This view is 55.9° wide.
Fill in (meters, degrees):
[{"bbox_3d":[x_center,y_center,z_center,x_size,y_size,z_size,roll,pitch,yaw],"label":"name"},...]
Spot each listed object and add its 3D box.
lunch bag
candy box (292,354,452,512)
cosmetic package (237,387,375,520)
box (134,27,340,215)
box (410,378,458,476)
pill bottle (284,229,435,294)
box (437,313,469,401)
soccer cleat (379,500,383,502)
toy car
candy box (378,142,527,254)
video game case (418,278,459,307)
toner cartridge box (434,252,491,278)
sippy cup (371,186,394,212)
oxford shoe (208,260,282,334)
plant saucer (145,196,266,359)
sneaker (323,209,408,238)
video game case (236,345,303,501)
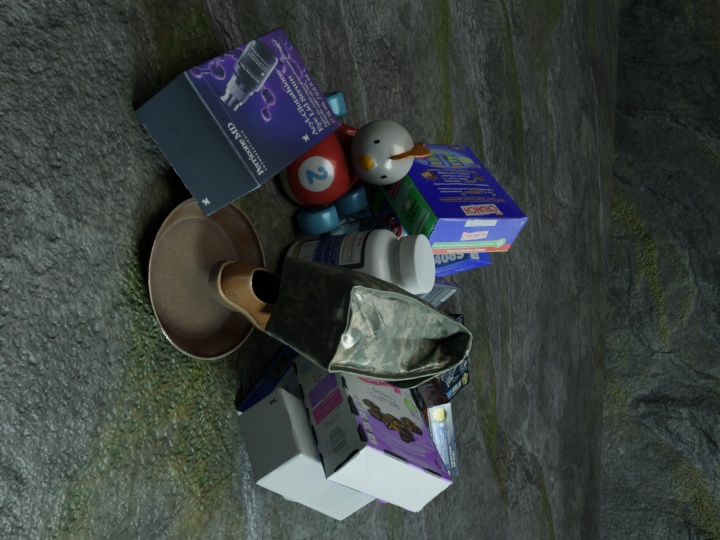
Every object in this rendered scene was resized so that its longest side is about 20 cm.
[{"bbox_3d":[0.014,0.065,0.813,0.200,0.164,0.118,14,94,-35],"label":"lunch bag"},{"bbox_3d":[0.011,0.196,0.892,0.168,0.072,0.200,33,20,-37],"label":"candy box"},{"bbox_3d":[-0.063,0.243,0.881,0.200,0.071,0.101,47,12,-47],"label":"cosmetic package"},{"bbox_3d":[-0.140,-0.183,0.821,0.148,0.104,0.200,57,40,-15],"label":"box"},{"bbox_3d":[0.105,0.222,1.105,0.200,0.040,0.137,-118,-162,-66],"label":"box"},{"bbox_3d":[0.000,0.000,0.977,0.111,0.200,0.111,-6,90,-65],"label":"pill bottle"},{"bbox_3d":[0.162,0.190,1.391,0.200,0.046,0.159,-24,110,-56],"label":"box"},{"bbox_3d":[0.057,0.311,1.211,0.076,0.067,0.200,53,44,-32],"label":"soccer cleat"},{"bbox_3d":[0.001,-0.164,0.991,0.177,0.200,0.185,-40,122,-51],"label":"toy car"},{"bbox_3d":[0.136,-0.117,1.075,0.169,0.200,0.077,-2,133,-28],"label":"candy box"},{"bbox_3d":[0.078,0.063,1.188,0.200,0.143,0.019,11,41,-57],"label":"video game case"},{"bbox_3d":[0.112,-0.010,1.165,0.095,0.200,0.043,8,69,-58],"label":"toner cartridge box"},{"bbox_3d":[0.108,-0.096,1.228,0.178,0.130,0.140,10,80,-57],"label":"sippy cup"},{"bbox_3d":[-0.105,0.043,0.877,0.200,0.071,0.071,33,61,-55],"label":"oxford shoe"},{"bbox_3d":[-0.192,0.008,0.834,0.200,0.037,0.201,3,86,-58],"label":"plant saucer"},{"bbox_3d":[0.040,-0.069,1.093,0.200,0.096,0.079,-7,89,-22],"label":"sneaker"},{"bbox_3d":[-0.081,0.202,1.002,0.200,0.045,0.181,-53,131,-44],"label":"video game case"}]
